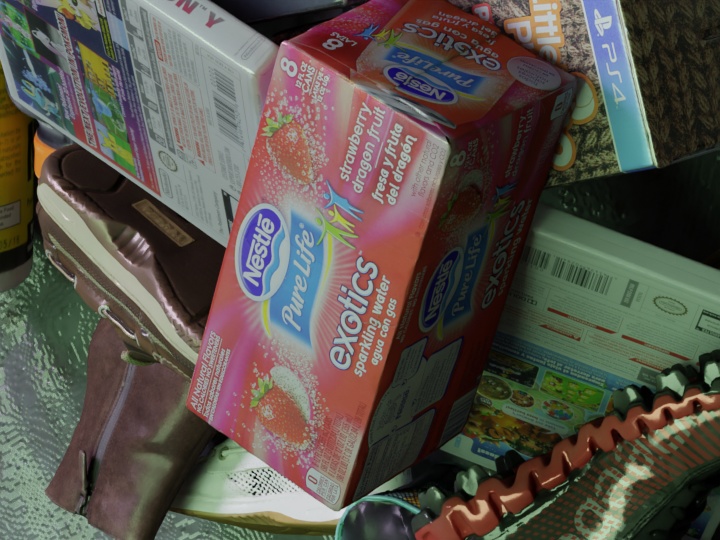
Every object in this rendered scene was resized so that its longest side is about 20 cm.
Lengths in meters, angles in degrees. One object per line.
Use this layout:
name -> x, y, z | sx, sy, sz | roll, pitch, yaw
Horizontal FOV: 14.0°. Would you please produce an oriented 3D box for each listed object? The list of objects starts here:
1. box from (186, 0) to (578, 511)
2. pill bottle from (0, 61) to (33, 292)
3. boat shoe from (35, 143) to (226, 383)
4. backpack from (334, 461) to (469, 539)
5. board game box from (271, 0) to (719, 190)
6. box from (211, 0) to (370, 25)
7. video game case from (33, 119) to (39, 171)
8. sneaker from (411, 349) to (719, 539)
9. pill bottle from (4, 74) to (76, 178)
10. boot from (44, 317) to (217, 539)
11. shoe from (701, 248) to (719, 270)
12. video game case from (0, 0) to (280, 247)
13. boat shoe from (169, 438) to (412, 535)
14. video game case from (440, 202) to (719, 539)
box -> 0.007, -0.010, 1.274 | 0.095, 0.100, 0.200 | 33, 127, 23
pill bottle -> -0.238, -0.092, 1.629 | 0.114, 0.114, 0.200 | 16, 113, 36
boat shoe -> -0.094, 0.019, 1.505 | 0.202, 0.075, 0.075 | 46, 136, 32
backpack -> 0.090, 0.199, 1.437 | 0.200, 0.153, 0.176 | 22, 110, 36
board game box -> 0.090, -0.091, 1.354 | 0.200, 0.159, 0.097 | -10, 95, 40
box -> -0.006, -0.224, 1.372 | 0.117, 0.200, 0.197 | -7, 97, 41
video game case -> -0.218, -0.155, 1.685 | 0.182, 0.022, 0.200 | -2, 101, 40
sneaker -> 0.120, 0.105, 1.311 | 0.200, 0.071, 0.098 | -31, 81, 28
pill bottle -> -0.135, -0.144, 1.563 | 0.106, 0.106, 0.200 | 18, 113, 35
boot -> -0.081, 0.073, 1.566 | 0.200, 0.072, 0.167 | 17, 86, 50
shoe -> 0.231, -0.017, 1.335 | 0.200, 0.053, 0.070 | -35, 46, 36
video game case -> -0.105, -0.092, 1.370 | 0.182, 0.023, 0.200 | 35, 159, 18
boat shoe -> -0.039, 0.106, 1.583 | 0.200, 0.071, 0.069 | -2, 78, 47
video game case -> 0.119, 0.052, 1.371 | 0.143, 0.018, 0.200 | 21, 145, 5
